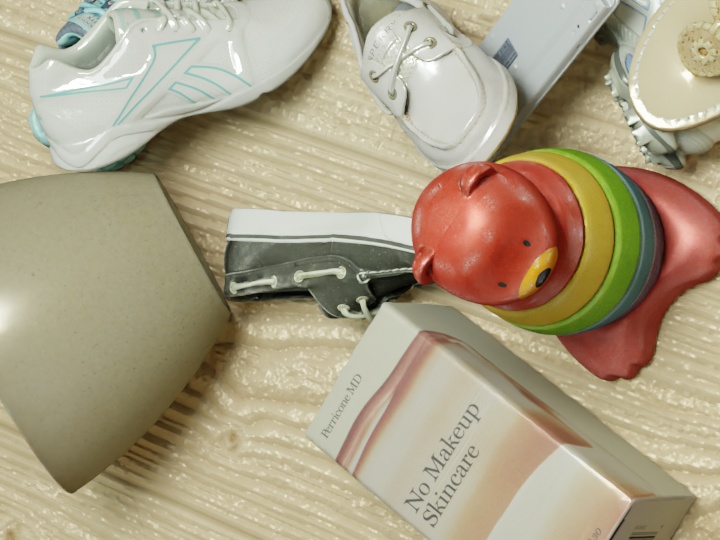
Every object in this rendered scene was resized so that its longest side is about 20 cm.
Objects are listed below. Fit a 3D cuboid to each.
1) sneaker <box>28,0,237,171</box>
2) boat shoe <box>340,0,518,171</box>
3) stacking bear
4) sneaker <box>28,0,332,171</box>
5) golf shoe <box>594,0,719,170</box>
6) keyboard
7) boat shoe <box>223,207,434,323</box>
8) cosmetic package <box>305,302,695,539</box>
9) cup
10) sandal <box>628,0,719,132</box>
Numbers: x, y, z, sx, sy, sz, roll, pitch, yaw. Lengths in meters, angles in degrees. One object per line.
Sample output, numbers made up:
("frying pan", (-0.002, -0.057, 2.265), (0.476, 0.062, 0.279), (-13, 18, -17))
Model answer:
("sneaker", (-0.145, -0.155, 1.746), (0.078, 0.086, 0.200), (33, 102, 29))
("boat shoe", (0.030, -0.119, 1.592), (0.071, 0.069, 0.200), (-51, 30, 9))
("stacking bear", (0.100, -0.015, 1.516), (0.114, 0.200, 0.122), (45, 108, 26))
("sneaker", (-0.112, -0.135, 1.689), (0.200, 0.080, 0.070), (-26, 29, -5))
("golf shoe", (0.169, -0.161, 1.576), (0.097, 0.078, 0.200), (-27, 77, 9))
("keyboard", (0.089, -0.119, 1.596), (0.200, 0.011, 0.056), (-52, 54, 47))
("boat shoe", (0.000, 0.000, 1.655), (0.200, 0.071, 0.064), (3, 81, 40))
("cosmetic package", (0.079, 0.114, 1.584), (0.200, 0.087, 0.104), (37, 105, 29))
("cup", (-0.166, 0.018, 1.701), (0.143, 0.200, 0.201), (-28, 70, -1))
("sandal", (0.230, -0.161, 1.489), (0.211, 0.070, 0.078), (-35, 74, 4))
